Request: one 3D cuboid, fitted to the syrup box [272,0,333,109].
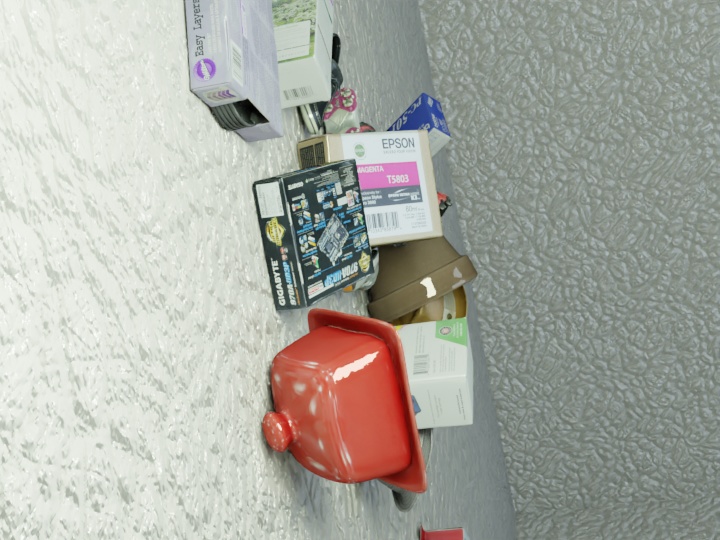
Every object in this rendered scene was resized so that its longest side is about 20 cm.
[{"bbox_3d":[-0.084,-0.319,1.367,0.082,0.078,0.201,67,18,-50],"label":"syrup box"}]

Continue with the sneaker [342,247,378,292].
[{"bbox_3d":[0.000,0.000,1.579,0.200,0.075,0.092,-70,154,-65],"label":"sneaker"}]

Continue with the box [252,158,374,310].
[{"bbox_3d":[-0.053,-0.051,1.283,0.200,0.046,0.160,-27,109,-61],"label":"box"}]

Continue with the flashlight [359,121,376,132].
[{"bbox_3d":[0.036,-0.187,1.652,0.200,0.068,0.068,36,-65,51],"label":"flashlight"}]

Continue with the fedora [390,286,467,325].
[{"bbox_3d":[0.109,0.080,1.904,0.082,0.200,0.202,21,55,-39],"label":"fedora"}]

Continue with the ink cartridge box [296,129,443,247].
[{"bbox_3d":[0.017,-0.116,1.470,0.199,0.075,0.166,-9,92,-38],"label":"ink cartridge box"}]

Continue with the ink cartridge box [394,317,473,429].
[{"bbox_3d":[0.056,0.148,1.422,0.146,0.199,0.088,-81,162,-59],"label":"ink cartridge box"}]

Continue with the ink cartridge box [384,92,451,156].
[{"bbox_3d":[0.064,-0.196,1.710,0.044,0.200,0.094,24,37,-33],"label":"ink cartridge box"}]

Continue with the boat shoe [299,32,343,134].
[{"bbox_3d":[-0.060,-0.286,1.513,0.075,0.062,0.201,71,17,-50],"label":"boat shoe"}]

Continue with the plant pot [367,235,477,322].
[{"bbox_3d":[0.078,-0.024,1.755,0.175,0.200,0.200,64,11,2],"label":"plant pot"}]

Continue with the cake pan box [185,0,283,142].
[{"bbox_3d":[-0.139,-0.258,1.130,0.184,0.052,0.201,32,51,-73],"label":"cake pan box"}]

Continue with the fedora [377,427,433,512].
[{"bbox_3d":[0.041,0.245,1.478,0.200,0.090,0.177,-86,-167,-58],"label":"fedora"}]

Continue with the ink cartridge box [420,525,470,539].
[{"bbox_3d":[0.170,0.604,1.940,0.176,0.083,0.201,64,21,-55],"label":"ink cartridge box"}]

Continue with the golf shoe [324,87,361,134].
[{"bbox_3d":[-0.025,-0.195,1.596,0.092,0.075,0.201,73,15,-51],"label":"golf shoe"}]

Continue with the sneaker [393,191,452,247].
[{"bbox_3d":[0.065,-0.099,1.635,0.200,0.098,0.071,-29,154,-54],"label":"sneaker"}]

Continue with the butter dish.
[{"bbox_3d":[-0.039,0.157,1.123,0.200,0.147,0.200,8,-69,58],"label":"butter dish"}]
